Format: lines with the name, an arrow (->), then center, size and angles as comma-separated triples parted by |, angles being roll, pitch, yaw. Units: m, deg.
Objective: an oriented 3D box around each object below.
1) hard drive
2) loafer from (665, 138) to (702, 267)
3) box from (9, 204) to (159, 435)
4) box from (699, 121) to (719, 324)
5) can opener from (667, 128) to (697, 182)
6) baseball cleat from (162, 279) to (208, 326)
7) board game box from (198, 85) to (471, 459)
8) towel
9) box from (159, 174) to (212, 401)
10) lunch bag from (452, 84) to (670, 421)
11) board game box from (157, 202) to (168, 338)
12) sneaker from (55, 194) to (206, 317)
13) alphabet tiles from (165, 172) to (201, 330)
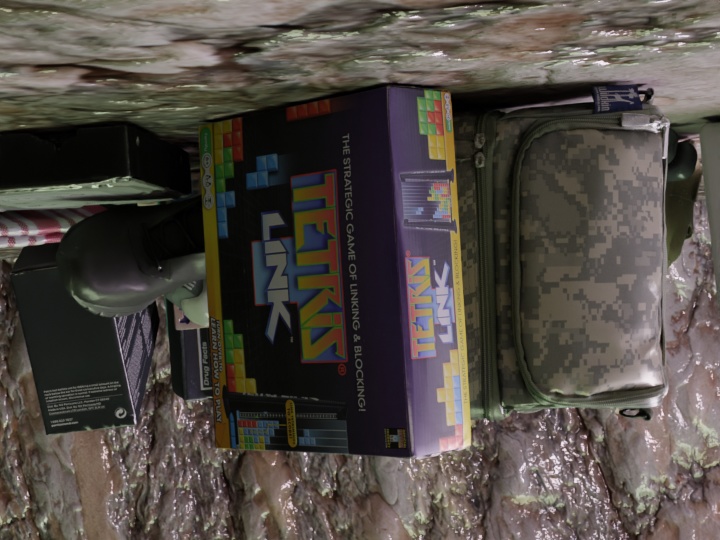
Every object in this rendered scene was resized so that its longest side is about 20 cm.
hard drive -> -0.196, -0.064, 0.905 | 0.139, 0.038, 0.200 | -4, -179, 3
loafer -> 0.256, -0.055, 1.198 | 0.075, 0.069, 0.200 | -13, -161, 32
box -> -0.221, 0.024, 1.132 | 0.078, 0.142, 0.200 | -5, -158, -1
box -> 0.388, -0.027, 1.099 | 0.199, 0.200, 0.171 | -6, 179, 23
can opener -> 0.195, -0.078, 1.174 | 0.053, 0.067, 0.199 | 29, 156, -33
baseball cleat -> -0.133, -0.009, 1.084 | 0.106, 0.070, 0.200 | 37, 178, -6
board game box -> -0.019, 0.005, 0.798 | 0.057, 0.201, 0.165 | -2, 177, -44
towel -> -0.290, -0.037, 1.021 | 0.199, 0.030, 0.146 | -6, -162, -37
box -> -0.079, 0.009, 1.266 | 0.197, 0.201, 0.123 | -3, 180, -15
lunch bag -> 0.107, -0.009, 0.849 | 0.167, 0.201, 0.139 | -1, -177, 10
board game box -> -0.114, -0.011, 1.406 | 0.199, 0.153, 0.045 | -5, 180, 31
sneaker -> -0.114, -0.024, 0.933 | 0.199, 0.076, 0.091 | -17, 173, -45
alphabet tiles -> -0.082, 0.011, 1.200 | 0.166, 0.201, 0.008 | -5, -179, -14
